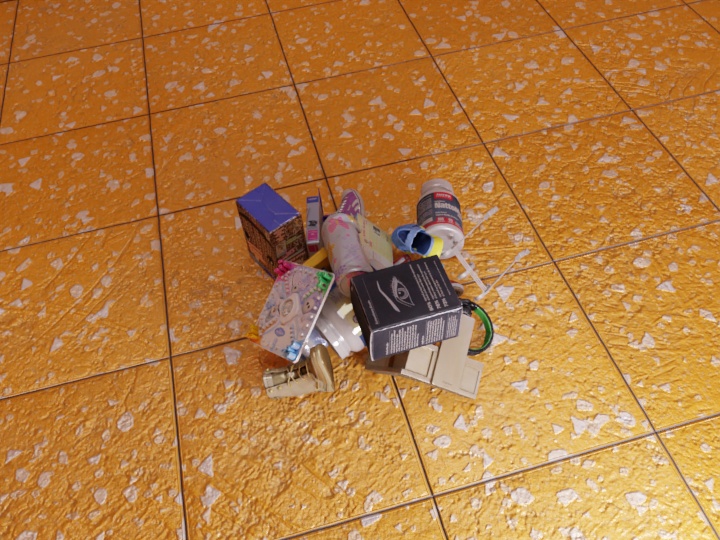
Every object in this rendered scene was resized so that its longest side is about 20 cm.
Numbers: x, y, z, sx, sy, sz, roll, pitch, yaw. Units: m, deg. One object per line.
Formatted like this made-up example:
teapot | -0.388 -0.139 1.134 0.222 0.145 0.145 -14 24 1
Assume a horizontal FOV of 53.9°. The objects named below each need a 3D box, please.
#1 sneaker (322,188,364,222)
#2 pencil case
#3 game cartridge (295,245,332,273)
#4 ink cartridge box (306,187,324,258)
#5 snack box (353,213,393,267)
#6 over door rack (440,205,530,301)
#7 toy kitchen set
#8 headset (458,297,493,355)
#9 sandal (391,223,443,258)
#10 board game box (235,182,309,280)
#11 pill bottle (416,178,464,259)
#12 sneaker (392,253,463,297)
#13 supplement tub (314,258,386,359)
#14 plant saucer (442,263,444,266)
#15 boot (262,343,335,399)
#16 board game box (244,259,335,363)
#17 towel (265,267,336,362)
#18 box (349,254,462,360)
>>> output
sneaker | -0.050 -0.156 1.892 0.113 0.073 0.202 13 42 -26
pencil case | -0.028 -0.035 1.547 0.089 0.084 0.202 6 41 -22
game cartridge | -0.100 -0.001 1.706 0.032 0.201 0.176 43 62 12
ink cartridge box | -0.116 -0.104 1.849 0.041 0.120 0.202 -4 49 4
snack box | 0.027 -0.052 1.766 0.115 0.037 0.201 32 30 -20
over door rack | 0.304 -0.038 1.746 0.199 0.067 0.148 -40 93 -24
toy kitchen set | 0.152 0.173 1.579 0.198 0.180 0.166 22 77 -23
headset | 0.222 0.112 1.616 0.198 0.094 0.125 25 60 -10
sandal | 0.123 -0.081 1.729 0.199 0.086 0.081 20 87 64
board game box | -0.219 -0.088 1.789 0.096 0.202 0.159 -33 53 -22
pill bottle | 0.206 -0.142 1.856 0.117 0.121 0.202 -2 48 3
sneaker | 0.156 0.018 1.753 0.196 0.072 0.114 -1 52 7
supplement tub | -0.004 0.088 1.590 0.199 0.146 0.145 -40 55 -8
plant saucer | 0.145 0.060 1.670 0.069 0.019 0.203 9 61 15
boot | -0.136 0.221 1.515 0.153 0.201 0.074 -8 66 -1
board game box | -0.158 0.080 1.534 0.199 0.026 0.203 14 77 51
towel | -0.107 0.110 1.639 0.200 0.147 0.024 -46 20 -18
box | 0.091 0.074 1.449 0.197 0.105 0.149 -14 51 -9
